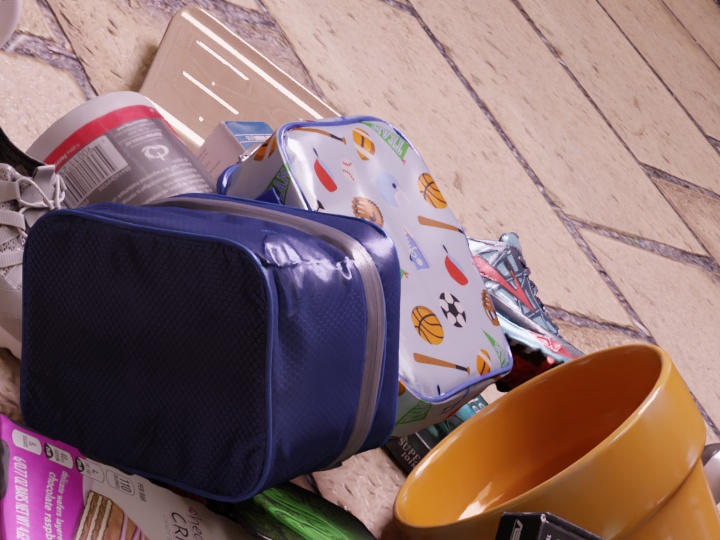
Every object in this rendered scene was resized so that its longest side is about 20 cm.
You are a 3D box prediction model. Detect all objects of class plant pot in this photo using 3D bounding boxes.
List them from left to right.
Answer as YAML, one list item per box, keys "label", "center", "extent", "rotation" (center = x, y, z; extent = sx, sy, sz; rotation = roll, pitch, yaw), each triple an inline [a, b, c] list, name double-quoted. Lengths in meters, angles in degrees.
- label: "plant pot"
  center: [0.150, 0.177, 1.155]
  extent: [0.184, 0.199, 0.200]
  rotation: [58, 21, -11]

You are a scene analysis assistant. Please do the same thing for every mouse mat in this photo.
- label: "mouse mat"
  center: [-0.034, 0.136, 1.011]
  extent: [0.160, 0.008, 0.200]
  rotation: [29, 2, -29]

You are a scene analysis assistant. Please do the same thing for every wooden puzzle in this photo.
- label: "wooden puzzle"
  center: [-0.092, -0.105, 1.429]
  extent: [0.185, 0.046, 0.200]
  rotation: [36, 28, -14]

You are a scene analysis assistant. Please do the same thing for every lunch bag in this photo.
- label: "lunch bag"
  center: [-0.079, 0.033, 0.965]
  extent: [0.199, 0.137, 0.132]
  rotation: [12, 13, 35]
- label: "lunch bag"
  center: [0.000, 0.000, 1.092]
  extent: [0.160, 0.075, 0.201]
  rotation: [-15, 73, -57]

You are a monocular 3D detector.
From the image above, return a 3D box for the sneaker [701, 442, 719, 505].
- label: "sneaker"
  center: [0.203, 0.148, 1.286]
  extent: [0.077, 0.200, 0.082]
  rotation: [-38, 82, -21]

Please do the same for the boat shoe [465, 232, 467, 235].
- label: "boat shoe"
  center: [0.049, -0.001, 1.406]
  extent: [0.061, 0.071, 0.201]
  rotation: [58, -5, -14]

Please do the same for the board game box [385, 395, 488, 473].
- label: "board game box"
  center: [0.036, 0.086, 1.316]
  extent: [0.200, 0.028, 0.135]
  rotation: [48, 23, 13]

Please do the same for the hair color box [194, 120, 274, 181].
- label: "hair color box"
  center: [-0.048, 0.005, 1.229]
  extent: [0.200, 0.100, 0.060]
  rotation: [51, 25, 17]

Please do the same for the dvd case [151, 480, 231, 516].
- label: "dvd case"
  center: [-0.111, 0.157, 0.965]
  extent: [0.199, 0.022, 0.146]
  rotation: [14, 36, -50]

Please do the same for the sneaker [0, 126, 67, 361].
- label: "sneaker"
  center: [-0.198, -0.023, 1.056]
  extent: [0.200, 0.082, 0.075]
  rotation: [49, 24, 9]

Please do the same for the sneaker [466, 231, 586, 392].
- label: "sneaker"
  center: [0.102, 0.018, 1.272]
  extent: [0.199, 0.079, 0.096]
  rotation: [34, 65, -12]

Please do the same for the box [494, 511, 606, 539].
- label: "box"
  center: [0.133, 0.258, 1.005]
  extent: [0.192, 0.047, 0.201]
  rotation: [28, 68, -27]

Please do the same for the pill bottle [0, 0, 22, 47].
- label: "pill bottle"
  center: [-0.300, -0.232, 1.220]
  extent: [0.113, 0.113, 0.201]
  rotation: [21, 31, -41]

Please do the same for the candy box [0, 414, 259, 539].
- label: "candy box"
  center: [-0.099, 0.166, 0.863]
  extent: [0.199, 0.061, 0.137]
  rotation: [29, 26, -30]

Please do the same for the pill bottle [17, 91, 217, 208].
- label: "pill bottle"
  center: [-0.117, -0.003, 1.119]
  extent: [0.200, 0.111, 0.110]
  rotation: [50, 24, 17]
